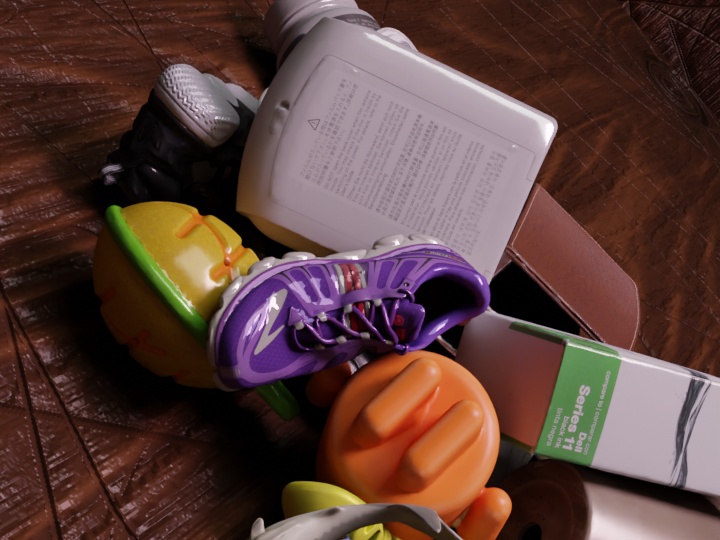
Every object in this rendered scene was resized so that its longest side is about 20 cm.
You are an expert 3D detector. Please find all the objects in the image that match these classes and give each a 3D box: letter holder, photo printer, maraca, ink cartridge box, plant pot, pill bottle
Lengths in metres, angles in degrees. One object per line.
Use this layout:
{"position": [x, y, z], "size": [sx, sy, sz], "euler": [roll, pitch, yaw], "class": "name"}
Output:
{"position": [0.154, 0.031, 1.245], "size": [0.142, 0.101, 0.200], "euler": [43, 22, -3], "class": "letter holder"}
{"position": [0.019, -0.075, 1.047], "size": [0.199, 0.167, 0.069], "euler": [24, -4, -8], "class": "photo printer"}
{"position": [-0.106, 0.030, 0.997], "size": [0.200, 0.107, 0.137], "euler": [49, 4, -38], "class": "maraca"}
{"position": [0.182, 0.098, 1.056], "size": [0.199, 0.083, 0.147], "euler": [16, 0, -23], "class": "ink cartridge box"}
{"position": [0.174, 0.224, 1.049], "size": [0.173, 0.200, 0.200], "euler": [33, 29, -31], "class": "plant pot"}
{"position": [-0.014, -0.183, 1.437], "size": [0.114, 0.114, 0.200], "euler": [12, 44, -52], "class": "pill bottle"}

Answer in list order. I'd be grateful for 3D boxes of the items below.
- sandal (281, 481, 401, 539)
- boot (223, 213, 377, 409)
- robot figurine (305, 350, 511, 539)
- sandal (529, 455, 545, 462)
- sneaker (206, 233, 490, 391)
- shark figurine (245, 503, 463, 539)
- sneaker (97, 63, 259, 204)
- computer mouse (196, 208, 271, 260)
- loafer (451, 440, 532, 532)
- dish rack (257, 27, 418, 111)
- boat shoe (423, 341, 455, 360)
{"position": [0.006, 0.216, 0.963], "size": [0.200, 0.079, 0.087], "euler": [40, 62, -34], "class": "sandal"}
{"position": [0.000, 0.000, 1.147], "size": [0.168, 0.076, 0.200], "euler": [-33, 74, -26], "class": "boot"}
{"position": [0.030, 0.127, 1.002], "size": [0.143, 0.200, 0.117], "euler": [8, 69, -3], "class": "robot figurine"}
{"position": [0.146, 0.111, 1.306], "size": [0.201, 0.057, 0.080], "euler": [61, -7, 14], "class": "sandal"}
{"position": [-0.005, 0.025, 0.939], "size": [0.199, 0.081, 0.083], "euler": [-20, 24, -26], "class": "sneaker"}
{"position": [-0.045, 0.193, 0.866], "size": [0.128, 0.214, 0.090], "euler": [33, -33, 44], "class": "shark figurine"}
{"position": [-0.125, -0.086, 1.128], "size": [0.076, 0.114, 0.200], "euler": [51, 13, 20], "class": "sneaker"}
{"position": [-0.058, 0.012, 1.054], "size": [0.199, 0.059, 0.034], "euler": [24, 52, 14], "class": "computer mouse"}
{"position": [0.109, 0.175, 1.172], "size": [0.070, 0.070, 0.200], "euler": [36, 25, -5], "class": "loafer"}
{"position": [0.031, -0.088, 1.134], "size": [0.172, 0.044, 0.200], "euler": [-37, 93, -38], "class": "dish rack"}
{"position": [0.070, 0.081, 1.242], "size": [0.067, 0.072, 0.200], "euler": [35, 25, -23], "class": "boat shoe"}
